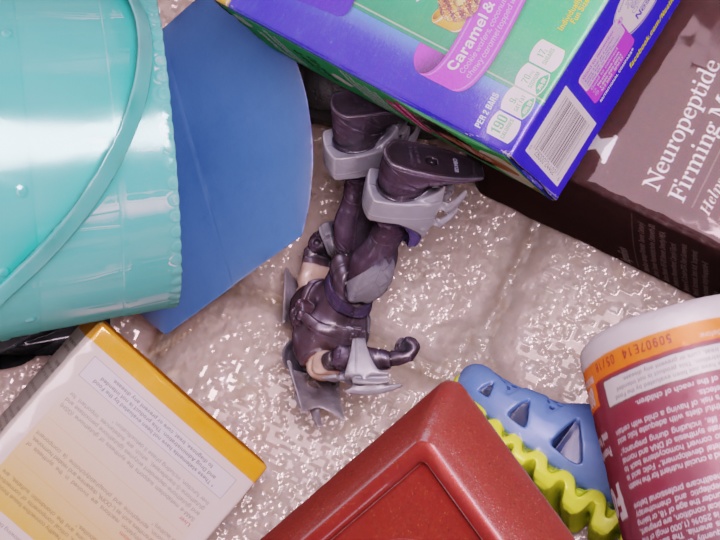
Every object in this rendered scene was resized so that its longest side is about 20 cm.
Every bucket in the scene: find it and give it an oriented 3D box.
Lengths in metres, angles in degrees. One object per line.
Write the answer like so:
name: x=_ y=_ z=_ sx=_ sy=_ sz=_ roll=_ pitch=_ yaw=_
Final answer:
bucket: x=-0.170 y=-0.063 z=1.465 sx=0.134 sy=0.207 sz=0.208 roll=-6 pitch=78 yaw=-9

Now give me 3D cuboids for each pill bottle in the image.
pill bottle: x=0.188 y=0.122 z=1.413 sx=0.114 sy=0.114 sz=0.201 roll=-14 pitch=74 yaw=4

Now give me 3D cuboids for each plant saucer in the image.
plant saucer: x=0.032 y=0.196 z=1.484 sx=0.200 sy=0.037 sz=0.200 roll=-42 pitch=76 yaw=22

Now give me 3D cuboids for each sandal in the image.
sandal: x=0.140 y=0.106 z=1.512 sx=0.200 sy=0.080 sz=0.087 roll=32 pitch=78 yaw=4

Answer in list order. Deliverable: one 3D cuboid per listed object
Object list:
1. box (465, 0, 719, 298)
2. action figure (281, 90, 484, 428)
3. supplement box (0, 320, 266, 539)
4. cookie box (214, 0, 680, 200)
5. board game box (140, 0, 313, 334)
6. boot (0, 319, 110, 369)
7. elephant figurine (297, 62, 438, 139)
box: x=0.179 y=-0.089 z=1.493 sx=0.199 sy=0.164 sz=0.166 roll=26 pitch=83 yaw=11
action figure: x=0.000 y=0.000 z=1.504 sx=0.069 sy=0.200 sz=0.130 roll=-1 pitch=45 yaw=-23
supplement box: x=-0.165 y=0.139 z=1.520 sx=0.126 sy=0.074 sz=0.200 roll=42 pitch=86 yaw=-10
cookie box: x=0.053 y=-0.157 z=1.407 sx=0.200 sy=0.075 sz=0.171 roll=29 pitch=85 yaw=29
board game box: x=-0.078 y=-0.063 z=1.547 sx=0.200 sy=0.039 sz=0.159 roll=-35 pitch=64 yaw=43
boot: x=-0.229 y=-0.041 z=1.591 sx=0.164 sy=0.066 sz=0.201 roll=-8 pitch=84 yaw=9
elephant figurine: x=0.019 y=-0.180 z=1.551 sx=0.155 sy=0.142 sz=0.201 roll=7 pitch=86 yaw=-7
